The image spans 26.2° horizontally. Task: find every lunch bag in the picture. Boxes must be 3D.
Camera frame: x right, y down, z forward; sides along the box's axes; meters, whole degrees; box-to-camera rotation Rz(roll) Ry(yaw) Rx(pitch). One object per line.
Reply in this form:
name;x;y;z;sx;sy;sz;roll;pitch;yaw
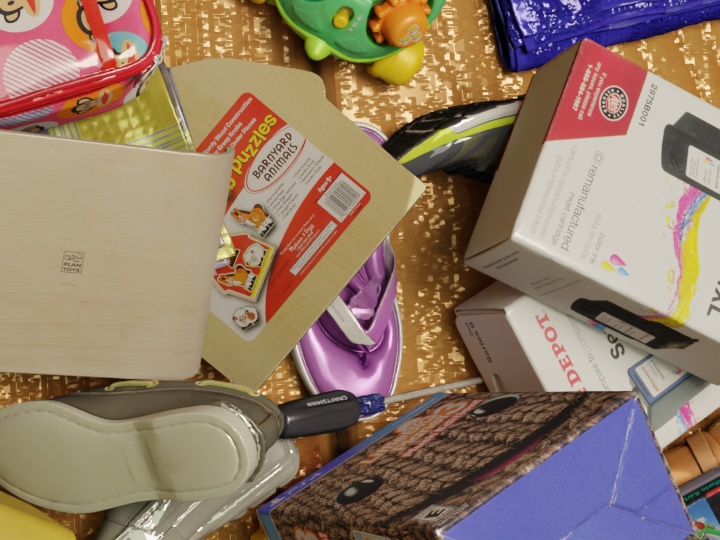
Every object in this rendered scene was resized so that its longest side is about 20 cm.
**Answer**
lunch bag;-0.204;-0.186;0.944;0.176;0.082;0.200;-18;82;-16

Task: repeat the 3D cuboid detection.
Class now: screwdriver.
screwdriver;0.029;0.086;1.033;0.200;0.029;0.028;-7;105;-30

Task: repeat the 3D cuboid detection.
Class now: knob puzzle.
knob puzzle;-0.090;-0.048;1.006;0.220;0.030;0.220;0;87;1

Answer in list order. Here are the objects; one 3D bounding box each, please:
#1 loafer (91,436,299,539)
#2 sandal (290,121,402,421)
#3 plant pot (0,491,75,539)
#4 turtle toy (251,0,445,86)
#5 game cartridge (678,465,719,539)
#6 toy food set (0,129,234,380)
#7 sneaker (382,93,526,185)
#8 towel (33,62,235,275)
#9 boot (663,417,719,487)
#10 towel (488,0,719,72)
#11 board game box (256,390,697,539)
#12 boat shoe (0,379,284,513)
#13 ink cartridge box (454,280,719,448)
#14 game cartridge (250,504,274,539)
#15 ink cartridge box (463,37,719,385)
loafer;-0.131;0.152;0.981;0.200;0.070;0.070;-36;94;-24
sandal;-0.007;0.000;1.033;0.082;0.050;0.203;-2;89;-18
plant pot;-0.269;0.197;0.870;0.176;0.200;0.200;11;85;-24
turtle toy;0.015;-0.226;1.019;0.146;0.101;0.200;29;80;-16
game cartridge;0.238;0.210;1.074;0.200;0.038;0.130;-30;112;4
toy food set;-0.177;-0.015;0.920;0.200;0.060;0.144;4;106;-26
sneaker;0.106;-0.077;1.056;0.200;0.074;0.081;-13;98;-25
towel;-0.192;-0.043;0.969;0.200;0.023;0.144;-16;87;-9
boot;0.301;0.191;1.118;0.155;0.077;0.200;-22;102;-13
towel;0.179;-0.233;1.102;0.200;0.050;0.148;-16;94;-18
board game box;0.064;0.150;0.919;0.159;0.200;0.097;-30;101;-31
boat shoe;-0.141;0.102;0.937;0.060;0.202;0.072;-36;118;-58
ink cartridge box;0.186;0.041;1.072;0.200;0.088;0.145;-31;98;-19
game cartridge;0.032;0.216;1.026;0.200;0.032;0.176;-14;93;-33
ink cartridge box;0.189;-0.034;0.988;0.200;0.083;0.146;25;73;-12
